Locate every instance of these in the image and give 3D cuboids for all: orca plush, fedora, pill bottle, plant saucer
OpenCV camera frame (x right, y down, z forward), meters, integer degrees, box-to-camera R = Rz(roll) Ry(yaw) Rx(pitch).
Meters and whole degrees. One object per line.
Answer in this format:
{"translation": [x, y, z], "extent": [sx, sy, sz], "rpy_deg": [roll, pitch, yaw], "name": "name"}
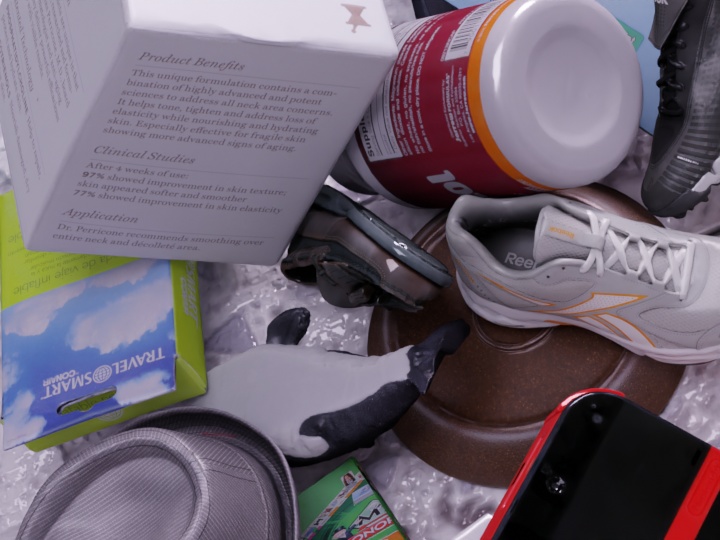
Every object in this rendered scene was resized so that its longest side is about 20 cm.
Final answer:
{"translation": [-0.011, 0.074, 1.728], "extent": [0.200, 0.071, 0.105], "rpy_deg": [-27, 51, 32], "name": "orca plush"}
{"translation": [-0.131, 0.160, 1.668], "extent": [0.200, 0.090, 0.177], "rpy_deg": [-32, 60, 17], "name": "fedora"}
{"translation": [0.061, -0.095, 1.723], "extent": [0.200, 0.113, 0.113], "rpy_deg": [-7, 57, 55], "name": "pill bottle"}
{"translation": [0.094, 0.028, 1.736], "extent": [0.200, 0.034, 0.200], "rpy_deg": [-9, 62, 17], "name": "plant saucer"}

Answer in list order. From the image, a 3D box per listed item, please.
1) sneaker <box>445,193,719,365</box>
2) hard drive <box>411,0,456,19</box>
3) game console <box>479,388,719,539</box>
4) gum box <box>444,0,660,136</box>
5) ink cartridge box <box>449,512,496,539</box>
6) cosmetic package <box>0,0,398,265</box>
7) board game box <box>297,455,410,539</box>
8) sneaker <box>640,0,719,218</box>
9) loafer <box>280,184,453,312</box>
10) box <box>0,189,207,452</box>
{"translation": [0.138, -0.001, 1.660], "extent": [0.200, 0.092, 0.076], "rpy_deg": [4, 67, 22], "name": "sneaker"}
{"translation": [0.084, -0.224, 1.857], "extent": [0.135, 0.042, 0.200], "rpy_deg": [-16, 61, 12], "name": "hard drive"}
{"translation": [0.149, 0.172, 1.590], "extent": [0.177, 0.031, 0.200], "rpy_deg": [30, 60, 3], "name": "game console"}
{"translation": [0.161, -0.206, 1.750], "extent": [0.170, 0.045, 0.200], "rpy_deg": [34, 101, 18], "name": "gum box"}
{"translation": [0.057, 0.216, 1.602], "extent": [0.200, 0.067, 0.116], "rpy_deg": [-32, 70, -23], "name": "ink cartridge box"}
{"translation": [-0.103, -0.129, 1.734], "extent": [0.167, 0.200, 0.166], "rpy_deg": [5, 51, -26], "name": "cosmetic package"}
{"translation": [-0.050, 0.216, 1.697], "extent": [0.200, 0.029, 0.135], "rpy_deg": [-35, 58, 1], "name": "board game box"}
{"translation": [0.192, -0.130, 1.672], "extent": [0.200, 0.090, 0.066], "rpy_deg": [-64, 19, 3], "name": "sneaker"}
{"translation": [0.000, 0.000, 1.723], "extent": [0.063, 0.072, 0.200], "rpy_deg": [-56, 17, 2], "name": "loafer"}
{"translation": [-0.158, 0.021, 1.799], "extent": [0.122, 0.048, 0.200], "rpy_deg": [-20, 49, 16], "name": "box"}
